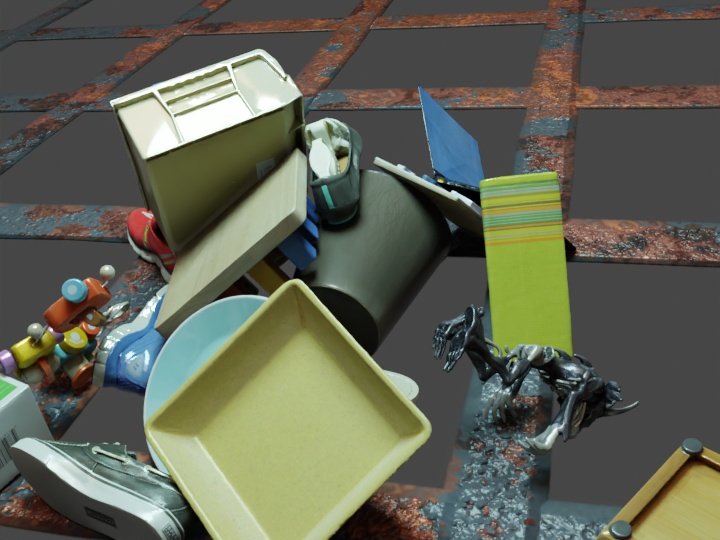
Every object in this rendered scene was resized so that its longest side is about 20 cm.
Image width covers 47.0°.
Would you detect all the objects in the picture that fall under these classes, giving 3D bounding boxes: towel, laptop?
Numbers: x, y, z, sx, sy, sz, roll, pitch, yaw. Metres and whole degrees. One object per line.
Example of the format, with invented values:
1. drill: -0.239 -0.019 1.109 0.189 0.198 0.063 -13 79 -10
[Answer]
1. towel: 0.178 -0.004 0.894 0.085 0.202 0.018 -5 -6 9
2. laptop: 0.172 -0.127 1.043 0.199 0.117 0.187 20 -4 35

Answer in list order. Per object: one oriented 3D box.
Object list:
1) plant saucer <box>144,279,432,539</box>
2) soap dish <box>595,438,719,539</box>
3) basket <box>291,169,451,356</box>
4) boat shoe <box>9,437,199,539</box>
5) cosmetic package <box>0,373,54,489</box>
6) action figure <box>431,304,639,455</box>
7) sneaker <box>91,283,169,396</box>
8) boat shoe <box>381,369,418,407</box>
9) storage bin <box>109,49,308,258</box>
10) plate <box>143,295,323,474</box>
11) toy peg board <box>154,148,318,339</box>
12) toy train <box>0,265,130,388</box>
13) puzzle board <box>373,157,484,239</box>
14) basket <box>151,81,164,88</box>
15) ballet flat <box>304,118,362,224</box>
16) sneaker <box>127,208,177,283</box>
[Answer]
1. plant saucer: -0.062 0.142 0.722 0.200 0.048 0.200 -45 61 0
2. soap dish: 0.277 0.219 0.599 0.157 0.082 0.199 -30 38 -32
3. basket: 0.000 0.000 0.955 0.179 0.137 0.201 26 43 0
4. boat shoe: -0.232 0.195 0.757 0.199 0.071 0.064 19 40 22
5. cosmetic package: -0.426 0.151 0.844 0.199 0.085 0.108 14 41 28
6. action figure: 0.159 0.111 0.775 0.199 0.103 0.119 29 -4 -13
7. sneaker: -0.215 0.083 0.935 0.089 0.079 0.200 24 32 6
8. boat shoe: -0.035 0.123 0.829 0.198 0.060 0.072 12 26 25
9. storage bin: -0.169 -0.138 0.997 0.197 0.201 0.094 -24 62 -16
10. plate: -0.120 0.123 0.798 0.198 0.026 0.202 -8 68 20
11. toy peg board: -0.113 -0.011 0.928 0.199 0.098 0.200 -39 23 14
12. toy train: -0.297 0.072 0.880 0.150 0.200 0.056 -39 83 -9
13. puzzle board: 0.122 -0.074 1.021 0.150 0.199 0.017 32 92 45
14. basket: -0.248 -0.163 1.217 0.138 0.177 0.200 -24 47 -19
15. ballet flat: -0.032 -0.135 0.965 0.068 0.069 0.201 -22 36 10
16. sneaker: -0.265 -0.054 1.133 0.077 0.086 0.200 -25 36 -28
